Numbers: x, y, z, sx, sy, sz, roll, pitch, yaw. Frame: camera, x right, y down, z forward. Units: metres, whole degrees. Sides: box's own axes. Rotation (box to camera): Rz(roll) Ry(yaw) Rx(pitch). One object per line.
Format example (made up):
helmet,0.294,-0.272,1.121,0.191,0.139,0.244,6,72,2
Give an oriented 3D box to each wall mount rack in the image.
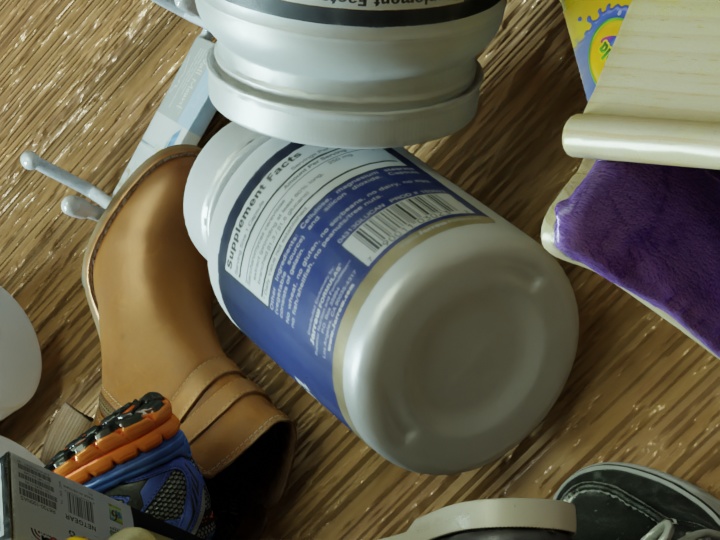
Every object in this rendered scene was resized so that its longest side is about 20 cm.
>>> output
wall mount rack,-0.114,-0.084,1.393,0.201,0.074,0.174,-62,22,2

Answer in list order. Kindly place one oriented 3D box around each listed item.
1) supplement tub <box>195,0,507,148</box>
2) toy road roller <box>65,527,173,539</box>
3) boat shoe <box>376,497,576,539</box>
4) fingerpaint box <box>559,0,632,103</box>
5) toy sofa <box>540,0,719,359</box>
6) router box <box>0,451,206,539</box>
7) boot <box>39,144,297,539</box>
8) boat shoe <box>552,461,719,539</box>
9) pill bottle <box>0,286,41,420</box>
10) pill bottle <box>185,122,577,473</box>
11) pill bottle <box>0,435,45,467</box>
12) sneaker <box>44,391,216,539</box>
supplement tub,-0.002,-0.168,1.160,0.140,0.140,0.201,38,131,52
toy road roller,-0.051,0.192,1.013,0.200,0.122,0.147,14,81,58
boat shoe,0.032,0.140,1.078,0.200,0.072,0.063,139,131,-65
fingerpaint box,0.163,-0.157,1.134,0.167,0.073,0.201,-39,41,27
toy sofa,0.162,-0.008,0.944,0.083,0.200,0.098,8,68,50
router box,-0.122,0.168,1.168,0.149,0.199,0.051,-38,42,29
boot,-0.083,0.047,1.294,0.155,0.076,0.201,23,89,54
boat shoe,0.118,0.131,1.018,0.074,0.068,0.200,-51,38,13
pill bottle,-0.269,0.079,1.467,0.200,0.111,0.112,-31,47,34
pill bottle,0.000,0.000,1.188,0.111,0.111,0.200,-58,37,5
pill bottle,-0.225,0.176,1.337,0.200,0.110,0.111,-55,37,23
sneaker,-0.151,0.141,1.219,0.200,0.079,0.075,-35,3,15
